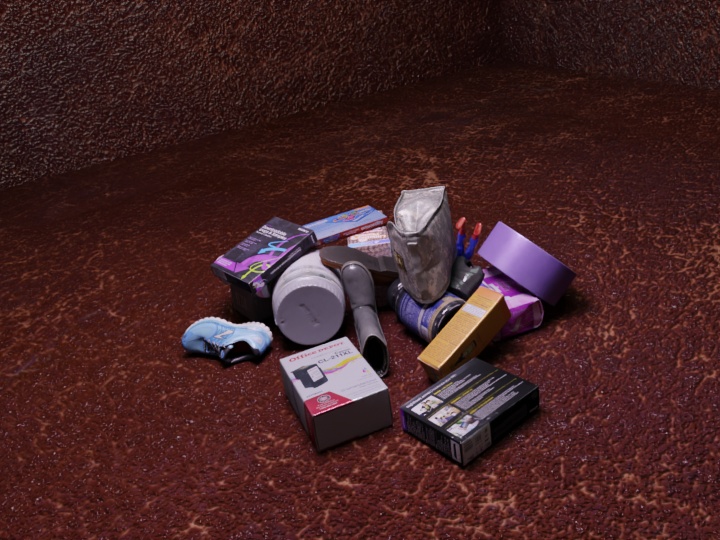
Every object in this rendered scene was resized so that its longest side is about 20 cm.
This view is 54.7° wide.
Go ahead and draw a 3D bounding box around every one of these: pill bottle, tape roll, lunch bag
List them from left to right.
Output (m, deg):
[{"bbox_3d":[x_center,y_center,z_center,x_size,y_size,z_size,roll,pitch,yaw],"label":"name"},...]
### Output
[{"bbox_3d":[0.123,-0.051,1.405,0.116,0.165,0.200,-5,30,18],"label":"lunch bag"},{"bbox_3d":[0.142,0.084,1.449,0.111,0.113,0.200,-21,29,-25],"label":"pill bottle"},{"bbox_3d":[0.355,-0.015,1.491,0.199,0.085,0.200,33,8,-5],"label":"tape roll"}]

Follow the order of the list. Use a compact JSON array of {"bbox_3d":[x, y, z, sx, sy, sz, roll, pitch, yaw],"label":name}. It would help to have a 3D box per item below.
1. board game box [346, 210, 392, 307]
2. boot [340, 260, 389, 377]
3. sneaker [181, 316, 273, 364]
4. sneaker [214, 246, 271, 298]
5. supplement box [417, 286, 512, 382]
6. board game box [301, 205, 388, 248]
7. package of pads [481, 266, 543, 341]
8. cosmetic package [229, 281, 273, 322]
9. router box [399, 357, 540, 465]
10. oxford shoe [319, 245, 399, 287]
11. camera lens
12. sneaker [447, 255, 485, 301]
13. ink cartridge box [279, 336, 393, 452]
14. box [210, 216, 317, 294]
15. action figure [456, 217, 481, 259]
[{"bbox_3d":[0.023,-0.029,1.656,0.096,0.161,0.200,-8,27,0],"label":"board game box"},{"bbox_3d":[0.007,0.094,1.406,0.072,0.183,0.200,-19,20,9],"label":"boot"},{"bbox_3d":[-0.291,0.153,1.477,0.198,0.079,0.090,-2,30,12],"label":"sneaker"},{"bbox_3d":[-0.270,0.015,1.576,0.104,0.076,0.200,-25,38,-9],"label":"sneaker"},{"bbox_3d":[0.200,0.125,1.326,0.200,0.067,0.069,-46,40,-20],"label":"supplement box"},{"bbox_3d":[-0.046,-0.104,1.623,0.198,0.020,0.103,-19,30,-20],"label":"board game box"},{"bbox_3d":[0.288,0.065,1.487,0.119,0.076,0.200,-17,27,-12],"label":"package of pads"},{"bbox_3d":[-0.203,0.036,1.678,0.199,0.091,0.106,-22,30,-33],"label":"cosmetic package"},{"bbox_3d":[0.189,0.235,1.198,0.199,0.052,0.149,-26,29,-32],"label":"router box"},{"bbox_3d":[0.000,0.000,1.519,0.198,0.072,0.072,15,37,-12],"label":"oxford shoe"},{"bbox_3d":[-0.115,0.051,1.533,0.158,0.161,0.200,-9,26,-3],"label":"camera lens"},{"bbox_3d":[0.193,0.005,1.507,0.091,0.076,0.200,-45,38,-11],"label":"sneaker"},{"bbox_3d":[-0.050,0.218,1.266,0.145,0.084,0.200,-17,28,-17],"label":"ink cartridge box"},{"bbox_3d":[-0.210,-0.038,1.526,0.142,0.036,0.200,20,49,40],"label":"box"},{"bbox_3d":[0.223,-0.017,1.574,0.065,0.201,0.099,22,59,16],"label":"action figure"}]
